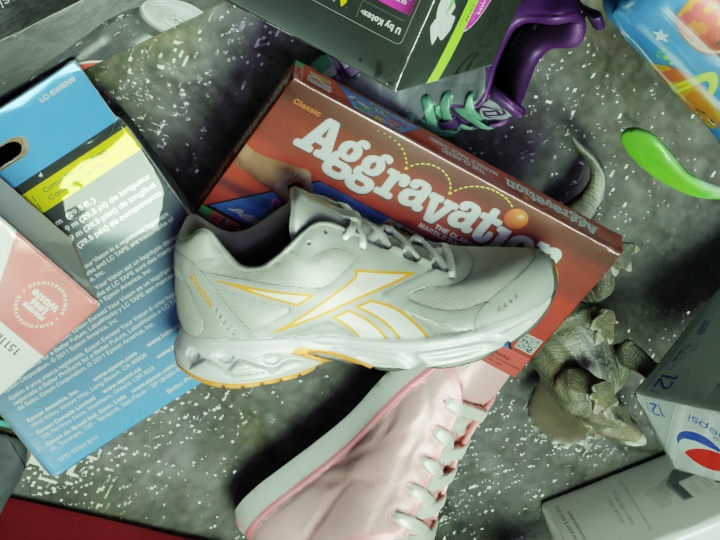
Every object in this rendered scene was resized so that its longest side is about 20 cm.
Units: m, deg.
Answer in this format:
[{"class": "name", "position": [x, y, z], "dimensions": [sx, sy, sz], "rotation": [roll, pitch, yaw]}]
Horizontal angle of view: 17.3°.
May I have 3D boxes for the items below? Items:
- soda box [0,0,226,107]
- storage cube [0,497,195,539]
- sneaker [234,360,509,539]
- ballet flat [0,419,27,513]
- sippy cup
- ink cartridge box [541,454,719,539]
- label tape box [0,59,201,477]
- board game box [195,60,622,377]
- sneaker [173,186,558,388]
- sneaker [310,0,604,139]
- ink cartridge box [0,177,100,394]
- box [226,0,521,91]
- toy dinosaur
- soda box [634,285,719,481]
[{"class": "soda box", "position": [-0.163, -0.130, 1.150], "dimensions": [0.200, 0.063, 0.071], "rotation": [-26, 160, -2]}, {"class": "storage cube", "position": [-0.169, 0.250, 1.303], "dimensions": [0.179, 0.171, 0.200], "rotation": [16, 112, -22]}, {"class": "sneaker", "position": [0.031, 0.118, 1.322], "dimensions": [0.200, 0.105, 0.075], "rotation": [-41, 156, 12]}, {"class": "ballet flat", "position": [-0.270, 0.092, 1.243], "dimensions": [0.200, 0.073, 0.073], "rotation": [18, 111, -27]}, {"class": "sippy cup", "position": [0.202, -0.136, 1.239], "dimensions": [0.130, 0.178, 0.140], "rotation": [37, 131, -18]}, {"class": "ink cartridge box", "position": [0.226, 0.179, 1.434], "dimensions": [0.200, 0.085, 0.146], "rotation": [-20, 121, -3]}, {"class": "label tape box", "position": [-0.158, -0.010, 1.230], "dimensions": [0.144, 0.063, 0.200], "rotation": [-32, 122, 2]}, {"class": "board game box", "position": [0.026, -0.024, 1.232], "dimensions": [0.200, 0.019, 0.103], "rotation": [27, 124, -16]}, {"class": "sneaker", "position": [0.000, 0.000, 1.195], "dimensions": [0.199, 0.076, 0.092], "rotation": [-8, 111, -2]}, {"class": "sneaker", "position": [0.032, -0.088, 1.222], "dimensions": [0.200, 0.088, 0.074], "rotation": [-45, 143, 10]}, {"class": "ink cartridge box", "position": [-0.241, 0.035, 1.148], "dimensions": [0.200, 0.068, 0.116], "rotation": [-42, 125, 7]}, {"class": "box", "position": [0.029, -0.203, 1.109], "dimensions": [0.124, 0.149, 0.200], "rotation": [29, 109, 14]}, {"class": "toy dinosaur", "position": [0.116, 0.028, 1.320], "dimensions": [0.077, 0.102, 0.200], "rotation": [-30, 111, -29]}, {"class": "soda box", "position": [0.241, 0.027, 1.313], "dimensions": [0.200, 0.068, 0.064], "rotation": [-48, 126, -26]}]
